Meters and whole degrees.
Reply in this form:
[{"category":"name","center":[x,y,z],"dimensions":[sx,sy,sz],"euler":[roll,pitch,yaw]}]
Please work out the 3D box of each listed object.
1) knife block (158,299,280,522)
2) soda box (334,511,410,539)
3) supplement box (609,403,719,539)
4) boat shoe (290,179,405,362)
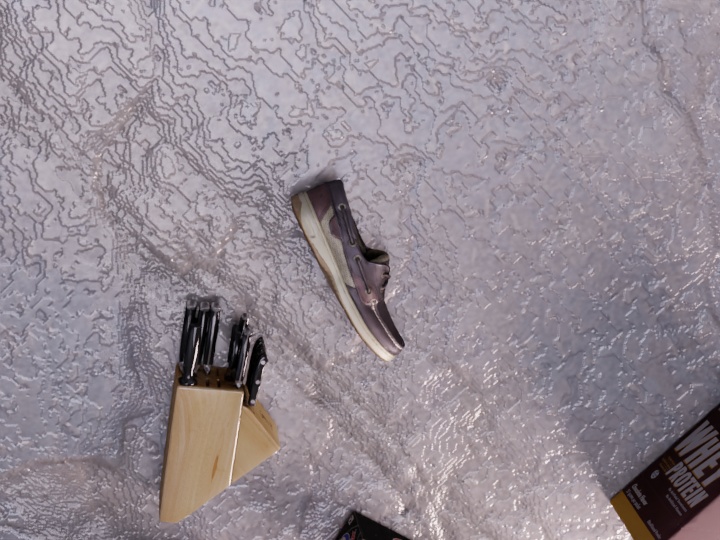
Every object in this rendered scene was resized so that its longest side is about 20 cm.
[{"category":"knife block","center":[-0.172,0.137,1.476],"dimensions":[0.200,0.064,0.176],"euler":[-36,108,5]},{"category":"soda box","center":[0.063,0.344,1.570],"dimensions":[0.200,0.071,0.063],"euler":[30,100,-16]},{"category":"supplement box","center":[0.423,0.276,1.565],"dimensions":[0.200,0.133,0.197],"euler":[-43,108,7]},{"category":"boat shoe","center":[0.000,0.000,1.453],"dimensions":[0.065,0.072,0.200],"euler":[-28,103,7]}]
